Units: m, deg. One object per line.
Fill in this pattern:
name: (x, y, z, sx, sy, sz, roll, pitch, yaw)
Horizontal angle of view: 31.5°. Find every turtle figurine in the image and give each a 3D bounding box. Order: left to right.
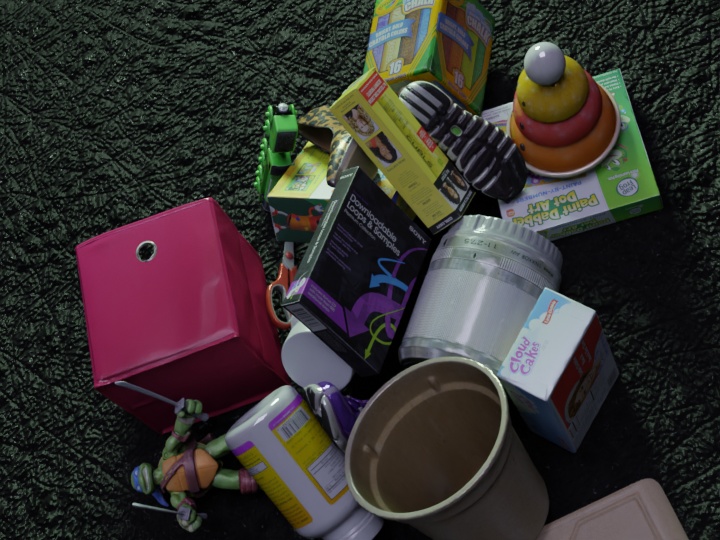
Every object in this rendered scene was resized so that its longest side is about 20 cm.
turtle figurine: (-0.186, 0.233, 1.544, 0.193, 0.200, 0.144, -9, 47, -7)

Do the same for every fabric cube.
fabric cube: (-0.226, 0.062, 1.624, 0.195, 0.200, 0.200, -19, 62, 8)

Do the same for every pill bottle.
pill bottle: (-0.062, 0.241, 1.502, 0.104, 0.104, 0.200, -38, 94, -1)
pill bottle: (-0.022, 0.057, 1.556, 0.114, 0.115, 0.200, 1, 31, 19)

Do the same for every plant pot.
plant pot: (0.114, 0.230, 1.422, 0.200, 0.184, 0.201, -23, 41, 22)

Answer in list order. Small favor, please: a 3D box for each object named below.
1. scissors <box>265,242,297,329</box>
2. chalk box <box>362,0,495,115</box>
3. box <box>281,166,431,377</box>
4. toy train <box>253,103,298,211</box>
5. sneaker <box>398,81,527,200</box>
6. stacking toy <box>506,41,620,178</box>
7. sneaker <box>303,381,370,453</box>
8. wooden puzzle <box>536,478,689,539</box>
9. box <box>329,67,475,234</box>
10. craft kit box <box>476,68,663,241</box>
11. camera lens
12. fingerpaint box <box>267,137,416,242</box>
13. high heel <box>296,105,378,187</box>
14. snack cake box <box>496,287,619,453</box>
scissors: (-0.101, -0.010, 1.699, 0.073, 0.014, 0.201, 2, 59, -26)
chalk box: (0.095, -0.310, 1.712, 0.123, 0.124, 0.201, -9, 62, 40)
box: (0.000, 0.000, 1.469, 0.036, 0.143, 0.201, -15, 42, 43)
toy train: (-0.111, -0.146, 1.692, 0.042, 0.200, 0.057, -6, 61, -14)
sneaker: (0.125, -0.174, 1.626, 0.076, 0.200, 0.116, -47, 15, 5)
stacking toy: (0.233, -0.217, 1.550, 0.145, 0.200, 0.147, -7, 64, 15)
sneaker: (0.003, 0.170, 1.496, 0.083, 0.200, 0.081, -42, 52, 4)
wooden puzzle: (0.279, 0.351, 1.418, 0.199, 0.037, 0.186, -24, 60, 2)
box: (0.052, -0.144, 1.538, 0.050, 0.200, 0.075, -33, 12, 34)
craft kit box: (0.265, -0.142, 1.644, 0.199, 0.049, 0.198, -17, 65, 11)
camera lens: (0.144, 0.055, 1.525, 0.159, 0.160, 0.201, 13, 71, 23)
fingerpaint box: (-0.003, -0.112, 1.652, 0.166, 0.074, 0.200, 3, 35, 20)
high heel: (-0.046, -0.148, 1.596, 0.142, 0.072, 0.200, -2, 30, 24)
snack cake box: (0.227, 0.117, 1.445, 0.067, 0.200, 0.115, 26, 76, 27)
